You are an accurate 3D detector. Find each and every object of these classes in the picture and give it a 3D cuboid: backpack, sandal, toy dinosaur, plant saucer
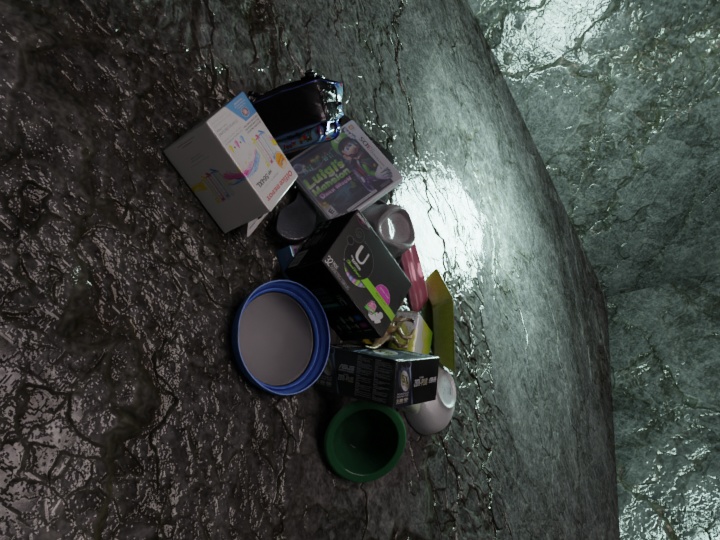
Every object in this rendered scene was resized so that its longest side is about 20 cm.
[{"bbox_3d":[-0.117,-0.327,1.127,0.200,0.179,0.137,-47,123,-65],"label":"backpack"},{"bbox_3d":[-0.126,-0.111,1.117,0.075,0.043,0.202,35,35,-10],"label":"sandal"},{"bbox_3d":[0.057,0.130,1.128,0.201,0.099,0.059,-71,177,-59],"label":"toy dinosaur"},{"bbox_3d":[0.196,0.125,1.386,0.200,0.047,0.205,-101,-174,-69],"label":"plant saucer"},{"bbox_3d":[0.127,0.006,1.348,0.201,0.050,0.205,-14,91,-89],"label":"plant saucer"}]

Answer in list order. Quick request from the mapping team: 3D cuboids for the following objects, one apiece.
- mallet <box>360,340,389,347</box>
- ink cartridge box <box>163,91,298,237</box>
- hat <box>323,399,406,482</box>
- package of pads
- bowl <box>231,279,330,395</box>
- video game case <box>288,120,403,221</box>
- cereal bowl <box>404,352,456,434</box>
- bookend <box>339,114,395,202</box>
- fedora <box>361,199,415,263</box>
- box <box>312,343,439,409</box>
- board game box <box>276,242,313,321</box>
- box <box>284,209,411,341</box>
[{"bbox_3d":[0.011,0.148,1.220,0.201,0.041,0.067,50,42,-25],"label":"mallet"},{"bbox_3d":[-0.215,-0.176,0.953,0.202,0.123,0.130,55,38,-23],"label":"ink cartridge box"},{"bbox_3d":[-0.004,0.320,1.122,0.201,0.165,0.176,51,-5,-20],"label":"hat"},{"bbox_3d":[0.106,0.207,1.232,0.155,0.067,0.204,51,47,-60],"label":"package of pads"},{"bbox_3d":[-0.142,0.120,0.973,0.198,0.039,0.206,13,70,-40],"label":"bowl"},{"bbox_3d":[-0.036,-0.208,1.158,0.199,0.023,0.183,-37,77,-19],"label":"video game case"},{"bbox_3d":[0.182,0.301,1.354,0.199,0.082,0.205,29,53,-45],"label":"cereal bowl"},{"bbox_3d":[-0.030,-0.226,1.271,0.197,0.091,0.204,31,59,-34],"label":"bookend"},{"bbox_3d":[0.052,-0.083,1.182,0.198,0.089,0.181,-1,80,-47],"label":"fedora"},{"bbox_3d":[0.031,0.200,1.067,0.162,0.197,0.088,8,87,-52],"label":"box"},{"bbox_3d":[-0.078,0.013,1.141,0.199,0.040,0.157,-15,88,-56],"label":"board game box"},{"bbox_3d":[-0.020,0.015,1.058,0.201,0.123,0.150,51,51,-23],"label":"box"}]
